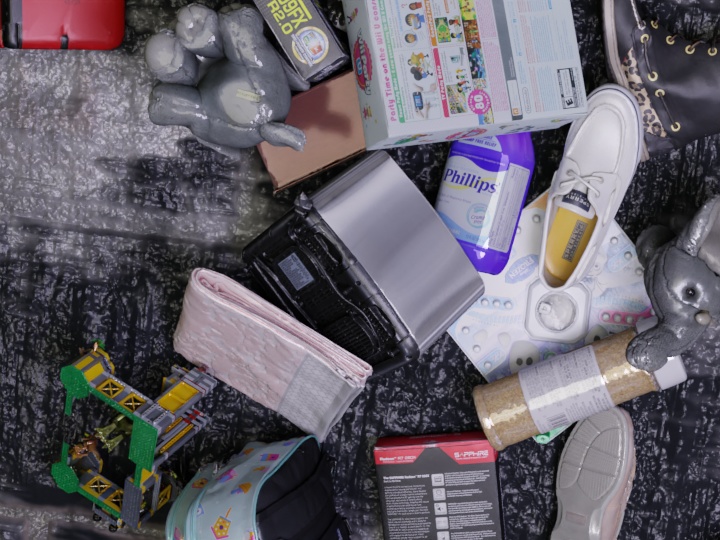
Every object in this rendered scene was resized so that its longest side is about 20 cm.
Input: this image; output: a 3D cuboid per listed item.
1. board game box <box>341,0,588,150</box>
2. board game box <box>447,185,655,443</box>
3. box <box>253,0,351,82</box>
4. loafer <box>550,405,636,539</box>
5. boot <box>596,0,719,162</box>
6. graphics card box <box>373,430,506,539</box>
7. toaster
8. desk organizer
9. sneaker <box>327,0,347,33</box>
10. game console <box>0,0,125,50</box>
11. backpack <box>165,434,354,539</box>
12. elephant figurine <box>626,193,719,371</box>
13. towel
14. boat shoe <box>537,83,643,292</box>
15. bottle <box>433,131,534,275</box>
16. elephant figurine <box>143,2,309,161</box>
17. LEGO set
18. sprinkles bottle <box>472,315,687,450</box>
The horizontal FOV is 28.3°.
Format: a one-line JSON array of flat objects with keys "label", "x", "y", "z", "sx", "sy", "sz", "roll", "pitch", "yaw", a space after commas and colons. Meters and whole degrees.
[{"label": "board game box", "x": 0.094, "y": -0.196, "z": 1.284, "sx": 0.198, "sy": 0.064, "sz": 0.149, "roll": -8, "pitch": 87, "yaw": -21}, {"label": "board game box", "x": 0.194, "y": 0.041, "z": 1.411, "sx": 0.200, "sy": 0.026, "sz": 0.200, "roll": -39, "pitch": 93, "yaw": 12}, {"label": "box", "x": -0.068, "y": -0.250, "z": 1.301, "sx": 0.044, "sy": 0.200, "sz": 0.161, "roll": -32, "pitch": 94, "yaw": 6}, {"label": "loafer", "x": 0.236, "y": 0.227, "z": 1.431, "sx": 0.072, "sy": 0.063, "sz": 0.202, "roll": 19, "pitch": 102, "yaw": 38}, {"label": "boot", "x": 0.301, "y": -0.208, "z": 1.325, "sx": 0.149, "sy": 0.073, "sz": 0.202, "roll": -10, "pitch": 103, "yaw": 11}, {"label": "graphics card box", "x": 0.086, "y": 0.265, "z": 1.455, "sx": 0.124, "sy": 0.051, "sz": 0.202, "roll": -6, "pitch": 99, "yaw": 8}, {"label": "toaster", "x": 0.000, "y": 0.000, "z": 1.345, "sx": 0.119, "sy": 0.200, "sz": 0.181, "roll": -40, "pitch": 93, "yaw": -27}, {"label": "desk organizer", "x": -0.005, "y": -0.152, "z": 1.379, "sx": 0.199, "sy": 0.072, "sz": 0.078, "roll": -24, "pitch": 94, "yaw": 11}, {"label": "sneaker", "x": 0.046, "y": -0.303, "z": 1.348, "sx": 0.089, "sy": 0.078, "sz": 0.201, "roll": 28, "pitch": 89, "yaw": -38}, {"label": "game console", "x": -0.329, "y": -0.323, "z": 1.417, "sx": 0.171, "sy": 0.119, "sz": 0.202, "roll": -3, "pitch": 102, "yaw": -24}, {"label": "backpack", "x": -0.101, "y": 0.266, "z": 1.382, "sx": 0.152, "sy": 0.200, "sz": 0.177, "roll": -10, "pitch": 100, "yaw": 13}, {"label": "elephant figurine", "x": 0.313, "y": -0.002, "z": 1.293, "sx": 0.198, "sy": 0.155, "sz": 0.142, "roll": 6, "pitch": 123, "yaw": -29}, {"label": "towel", "x": -0.093, "y": 0.086, "z": 1.384, "sx": 0.190, "sy": 0.200, "sz": 0.032, "roll": 32, "pitch": 64, "yaw": 1}, {"label": "boat shoe", "x": 0.207, "y": -0.072, "z": 1.322, "sx": 0.070, "sy": 0.070, "sz": 0.201, "roll": 23, "pitch": 113, "yaw": 13}, {"label": "bottle", "x": 0.124, "y": -0.100, "z": 1.364, "sx": 0.083, "sy": 0.065, "sz": 0.202, "roll": 18, "pitch": 93, "yaw": 32}, {"label": "elephant figurine", "x": -0.117, "y": -0.177, "z": 1.319, "sx": 0.140, "sy": 0.200, "sz": 0.157, "roll": -6, "pitch": 92, "yaw": 4}, {"label": "LEGO set", "x": -0.225, "y": 0.156, "z": 1.454, "sx": 0.153, "sy": 0.116, "sz": 0.201, "roll": 21, "pitch": 125, "yaw": 24}, {"label": "sprinkles bottle", "x": 0.209, "y": 0.108, "z": 1.373, "sx": 0.199, "sy": 0.068, "sz": 0.069, "roll": -22, "pitch": 97, "yaw": 11}]
